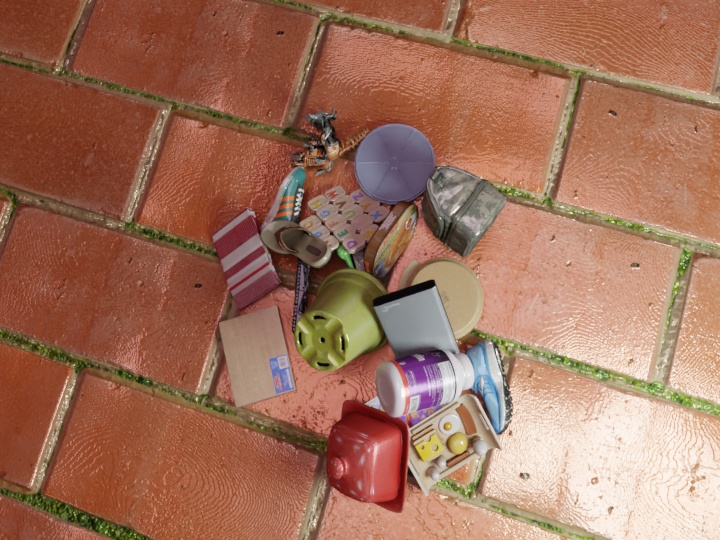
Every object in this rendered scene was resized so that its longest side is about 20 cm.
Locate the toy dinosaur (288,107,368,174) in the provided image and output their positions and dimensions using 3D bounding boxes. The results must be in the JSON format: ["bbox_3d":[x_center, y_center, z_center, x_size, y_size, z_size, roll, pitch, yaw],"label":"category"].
[{"bbox_3d":[-0.080,-0.311,1.622,0.195,0.102,0.139,-18,93,-15],"label":"toy dinosaur"}]

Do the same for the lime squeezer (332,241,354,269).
[{"bbox_3d":[-0.057,-0.037,1.544,0.198,0.072,0.037,31,44,33],"label":"lime squeezer"}]

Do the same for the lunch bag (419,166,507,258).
[{"bbox_3d":[0.213,-0.138,1.486,0.167,0.200,0.140,40,83,9],"label":"lunch bag"}]

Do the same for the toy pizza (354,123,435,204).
[{"bbox_3d":[0.082,-0.254,1.605,0.194,0.032,0.206,-1,76,5],"label":"toy pizza"}]

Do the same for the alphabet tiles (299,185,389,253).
[{"bbox_3d":[-0.037,-0.121,1.554,0.193,0.015,0.200,-30,53,-17],"label":"alphabet tiles"}]

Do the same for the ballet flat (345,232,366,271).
[{"bbox_3d":[0.000,0.000,1.556,0.070,0.072,0.206,-11,80,5],"label":"ballet flat"}]

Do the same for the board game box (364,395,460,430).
[{"bbox_3d":[0.108,0.315,1.491,0.197,0.045,0.136,-33,77,0],"label":"board game box"}]

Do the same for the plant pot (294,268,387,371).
[{"bbox_3d":[-0.047,0.120,1.437,0.195,0.184,0.206,7,109,21],"label":"plant pot"}]

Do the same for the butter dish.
[{"bbox_3d":[-0.009,0.395,1.392,0.196,0.146,0.206,10,98,41],"label":"butter dish"}]

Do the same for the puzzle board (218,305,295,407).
[{"bbox_3d":[-0.243,0.201,1.571,0.147,0.017,0.205,-16,79,3],"label":"puzzle board"}]

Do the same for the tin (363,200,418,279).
[{"bbox_3d":[0.069,-0.073,1.515,0.041,0.113,0.201,26,60,20],"label":"tin"}]

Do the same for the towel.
[{"bbox_3d":[-0.274,-0.028,1.590,0.142,0.023,0.204,-30,75,28],"label":"towel"}]

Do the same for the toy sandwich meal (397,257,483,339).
[{"bbox_3d":[0.179,0.066,1.520,0.199,0.070,0.211,0,80,3],"label":"toy sandwich meal"}]

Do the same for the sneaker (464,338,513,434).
[{"bbox_3d":[0.280,0.260,1.477,0.088,0.078,0.205,-17,74,23],"label":"sneaker"}]

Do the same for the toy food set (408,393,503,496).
[{"bbox_3d":[0.192,0.375,1.432,0.197,0.060,0.146,-31,105,0],"label":"toy food set"}]

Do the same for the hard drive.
[{"bbox_3d":[0.121,0.120,1.431,0.136,0.203,0.033,-18,35,10],"label":"hard drive"}]

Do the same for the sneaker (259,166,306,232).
[{"bbox_3d":[-0.168,-0.144,1.601,0.079,0.071,0.204,26,92,10],"label":"sneaker"}]

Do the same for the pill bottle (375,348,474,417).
[{"bbox_3d":[0.136,0.230,1.403,0.195,0.112,0.115,-10,77,-24],"label":"pill bottle"}]

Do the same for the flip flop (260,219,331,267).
[{"bbox_3d":[-0.149,-0.067,1.501,0.198,0.058,0.082,28,80,34],"label":"flip flop"}]

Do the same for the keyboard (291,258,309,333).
[{"bbox_3d":[-0.138,0.040,1.534,0.020,0.127,0.206,6,80,-16],"label":"keyboard"}]
